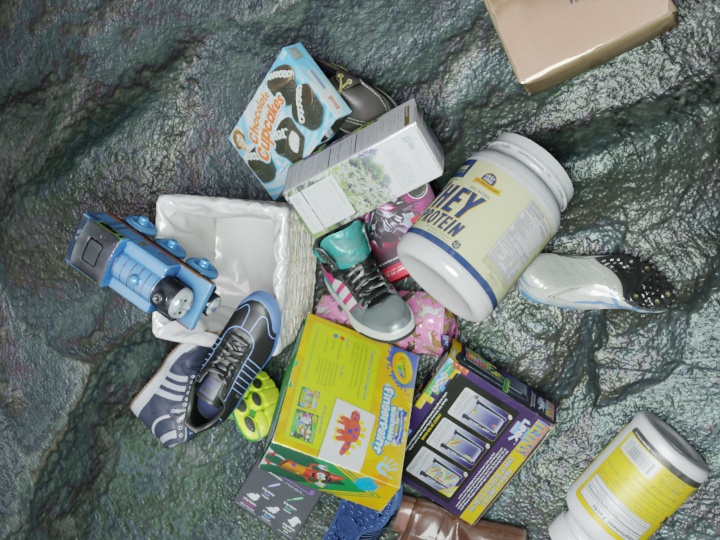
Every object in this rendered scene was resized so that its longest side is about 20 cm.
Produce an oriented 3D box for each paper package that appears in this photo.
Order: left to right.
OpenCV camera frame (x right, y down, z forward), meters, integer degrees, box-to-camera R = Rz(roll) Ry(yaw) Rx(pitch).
[{"bbox_3d":[0.257,-0.344,1.011,0.198,0.103,0.193,-23,87,20],"label":"paper package"}]

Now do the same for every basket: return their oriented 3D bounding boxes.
[{"bbox_3d":[-0.168,-0.001,1.156,0.195,0.161,0.204,7,97,17],"label":"basket"}]

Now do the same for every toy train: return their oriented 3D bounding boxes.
[{"bbox_3d":[-0.271,-0.001,1.048,0.199,0.114,0.088,33,106,14],"label":"toy train"}]

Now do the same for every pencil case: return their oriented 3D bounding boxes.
[{"bbox_3d":[0.034,0.075,1.140,0.196,0.083,0.088,0,56,19],"label":"pencil case"}]

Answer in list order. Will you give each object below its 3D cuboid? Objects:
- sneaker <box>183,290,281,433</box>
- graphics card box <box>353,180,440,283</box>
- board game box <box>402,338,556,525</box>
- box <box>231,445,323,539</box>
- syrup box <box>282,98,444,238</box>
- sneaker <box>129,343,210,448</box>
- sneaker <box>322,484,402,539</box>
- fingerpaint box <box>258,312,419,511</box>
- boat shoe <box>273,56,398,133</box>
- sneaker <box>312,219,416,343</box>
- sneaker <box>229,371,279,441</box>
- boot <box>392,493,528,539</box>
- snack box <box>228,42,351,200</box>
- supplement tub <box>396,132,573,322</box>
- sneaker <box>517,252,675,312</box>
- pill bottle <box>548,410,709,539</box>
[{"bbox_3d":[-0.164,0.121,1.046,0.069,0.078,0.202,29,111,10],"label":"sneaker"},{"bbox_3d":[0.048,-0.094,1.133,0.124,0.051,0.203,-23,87,19],"label":"graphics card box"},{"bbox_3d":[0.137,0.217,1.098,0.164,0.057,0.201,32,116,-2],"label":"board game box"},{"bbox_3d":[-0.078,0.254,1.167,0.105,0.122,0.202,31,105,3],"label":"box"},{"bbox_3d":[0.004,-0.130,1.063,0.198,0.082,0.079,-26,119,18],"label":"syrup box"},{"bbox_3d":[-0.260,0.185,1.252,0.109,0.070,0.200,49,114,13],"label":"sneaker"},{"bbox_3d":[0.010,0.333,1.143,0.070,0.078,0.201,43,125,16],"label":"sneaker"},{"bbox_3d":[-0.022,0.177,1.048,0.164,0.202,0.074,21,136,-9],"label":"fingerpaint box"},{"bbox_3d":[-0.036,-0.238,1.114,0.200,0.060,0.073,29,91,29],"label":"boat shoe"},{"bbox_3d":[0.000,0.000,1.073,0.083,0.200,0.122,-30,128,-16],"label":"sneaker"},{"bbox_3d":[-0.164,0.184,1.186,0.073,0.200,0.085,-3,117,-21],"label":"sneaker"},{"bbox_3d":[0.132,0.425,1.156,0.197,0.064,0.190,14,101,12],"label":"boot"},{"bbox_3d":[-0.101,-0.198,1.129,0.117,0.037,0.200,52,139,6],"label":"snack box"},{"bbox_3d":[0.156,-0.055,1.023,0.144,0.145,0.201,39,79,11],"label":"supplement tub"},{"bbox_3d":[0.300,0.019,1.061,0.196,0.073,0.073,8,70,6],"label":"sneaker"},{"bbox_3d":[0.332,0.286,1.045,0.111,0.111,0.201,41,107,10],"label":"pill bottle"}]
